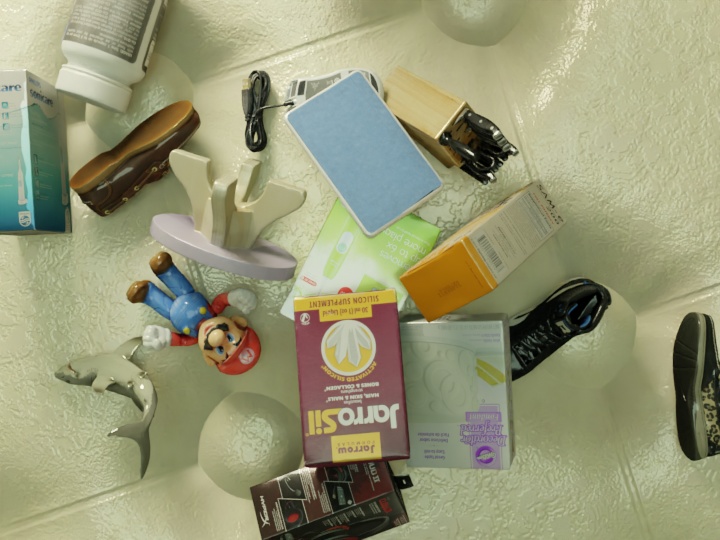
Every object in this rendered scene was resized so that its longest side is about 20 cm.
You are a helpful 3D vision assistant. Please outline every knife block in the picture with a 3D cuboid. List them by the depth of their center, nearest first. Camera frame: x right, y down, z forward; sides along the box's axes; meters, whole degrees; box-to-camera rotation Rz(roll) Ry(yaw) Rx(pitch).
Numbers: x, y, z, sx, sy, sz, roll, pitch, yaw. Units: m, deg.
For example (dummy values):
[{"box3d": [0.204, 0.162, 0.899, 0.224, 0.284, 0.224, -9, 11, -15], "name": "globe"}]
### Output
[{"box3d": [0.109, -0.194, 1.101, 0.200, 0.176, 0.064, 41, 90, -1], "name": "knife block"}]

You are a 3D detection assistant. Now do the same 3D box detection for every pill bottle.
[{"box3d": [-0.327, -0.319, 1.123, 0.113, 0.114, 0.202, 18, 90, -1], "name": "pill bottle"}]

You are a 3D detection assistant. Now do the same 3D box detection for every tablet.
[{"box3d": [0.004, -0.155, 1.111, 0.130, 0.014, 0.201, -34, 82, -14], "name": "tablet"}]

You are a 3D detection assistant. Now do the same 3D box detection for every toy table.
[{"box3d": [-0.168, -0.076, 1.112, 0.198, 0.184, 0.118, 14, 108, -9], "name": "toy table"}]

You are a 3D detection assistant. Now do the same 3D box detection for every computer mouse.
[{"box3d": [-0.065, -0.228, 1.166, 0.198, 0.044, 0.111, -6, 86, 5], "name": "computer mouse"}]

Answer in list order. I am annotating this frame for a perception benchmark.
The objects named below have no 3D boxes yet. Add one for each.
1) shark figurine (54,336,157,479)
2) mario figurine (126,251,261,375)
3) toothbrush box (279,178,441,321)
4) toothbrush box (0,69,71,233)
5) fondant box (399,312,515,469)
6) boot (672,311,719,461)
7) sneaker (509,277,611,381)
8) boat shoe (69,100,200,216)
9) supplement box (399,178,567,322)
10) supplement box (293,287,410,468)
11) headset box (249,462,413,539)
[{"box3d": [-0.306, 0.175, 1.143, 0.128, 0.214, 0.090, -31, 134, -27], "name": "shark figurine"}, {"box3d": [-0.218, 0.062, 1.135, 0.199, 0.106, 0.124, 37, 125, 6], "name": "mario figurine"}, {"box3d": [0.000, 0.000, 1.149, 0.145, 0.086, 0.201, 28, 92, -1], "name": "toothbrush box"}, {"box3d": [-0.445, -0.148, 1.110, 0.084, 0.146, 0.203, -2, 92, -1], "name": "toothbrush box"}, {"box3d": [0.130, 0.161, 1.142, 0.143, 0.058, 0.202, -2, 98, 17], "name": "fondant box"}, {"box3d": [0.517, 0.155, 1.167, 0.152, 0.073, 0.206, -3, 95, -4], "name": "boot"}, {"box3d": [0.248, 0.081, 1.140, 0.200, 0.112, 0.073, -43, 91, 0], "name": "sneaker"}, {"box3d": [-0.297, -0.152, 1.157, 0.199, 0.071, 0.070, -34, 129, 3], "name": "boat shoe"}, {"box3d": [0.158, -0.027, 1.081, 0.200, 0.126, 0.074, -36, 92, -43], "name": "supplement box"}, {"box3d": [-0.011, 0.133, 1.037, 0.129, 0.103, 0.202, -6, 77, 1], "name": "supplement box"}, {"box3d": [-0.027, 0.306, 1.118, 0.198, 0.149, 0.076, -20, 57, -1], "name": "headset box"}]
